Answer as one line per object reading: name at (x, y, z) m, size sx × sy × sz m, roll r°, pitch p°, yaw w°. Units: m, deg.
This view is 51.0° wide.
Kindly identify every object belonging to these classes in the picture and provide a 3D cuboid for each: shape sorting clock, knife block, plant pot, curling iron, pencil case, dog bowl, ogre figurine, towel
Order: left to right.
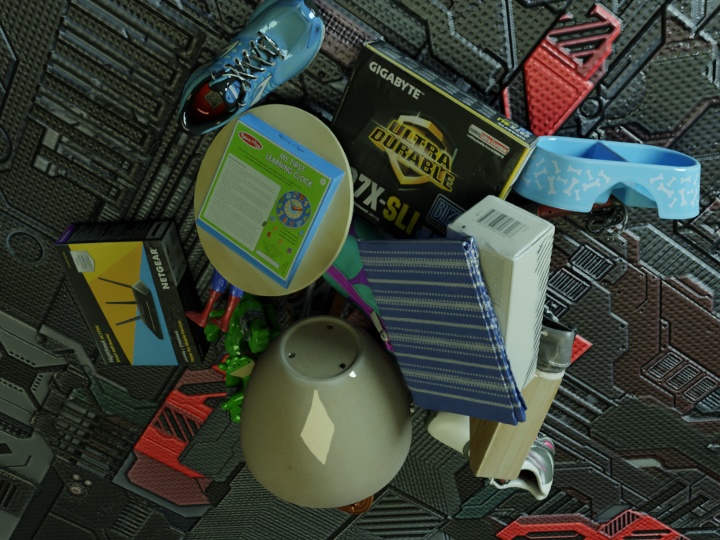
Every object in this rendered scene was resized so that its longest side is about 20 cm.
ogre figurine at (-0.146, 0.097, 0.958) m, size 0.096 × 0.122 × 0.202 m, roll -11°, pitch 142°, yaw -2°
shape sorting clock at (-0.096, -0.075, 0.811) m, size 0.196 × 0.039 × 0.206 m, roll 2°, pitch 93°, yaw 27°
plant pot at (-0.040, 0.129, 0.817) m, size 0.195 × 0.203 × 0.137 m, roll 3°, pitch 132°, yaw 6°
pencil case at (0.000, 0.000, 0.847) m, size 0.200 × 0.092 × 0.086 m, roll 43°, pitch 138°, yaw 16°
towel at (0.080, 0.058, 0.738) m, size 0.143 × 0.024 × 0.204 m, roll 1°, pitch 119°, yaw 45°
knife block at (0.200, 0.142, 0.918) m, size 0.063 × 0.205 × 0.175 m, roll 10°, pitch 158°, yaw -19°
curling iron at (0.205, -0.057, 0.844) m, size 0.195 × 0.051 × 0.026 m, roll 0°, pitch 160°, yaw -2°
dog bowl at (0.255, -0.099, 0.773) m, size 0.195 × 0.112 × 0.051 m, roll 5°, pitch 113°, yaw -7°

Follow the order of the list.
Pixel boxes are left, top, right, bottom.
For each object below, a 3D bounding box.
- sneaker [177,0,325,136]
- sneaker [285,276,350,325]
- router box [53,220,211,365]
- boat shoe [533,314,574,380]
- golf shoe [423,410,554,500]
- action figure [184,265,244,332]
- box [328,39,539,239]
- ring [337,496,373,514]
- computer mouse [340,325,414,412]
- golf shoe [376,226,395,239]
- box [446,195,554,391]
sneaker at (-0.114, -0.198, 0.769) m, size 0.199 × 0.091 × 0.078 m, roll -35°, pitch 115°, yaw 28°
sneaker at (-0.062, 0.057, 0.964) m, size 0.076 × 0.079 × 0.202 m, roll 27°, pitch 122°, yaw 4°
router box at (-0.291, 0.034, 0.985) m, size 0.145 × 0.052 × 0.203 m, roll -2°, pitch 126°, yaw 11°
boat shoe at (0.169, 0.044, 0.864) m, size 0.066 × 0.200 × 0.058 m, roll -3°, pitch 122°, yaw -36°
golf shoe at (0.182, 0.248, 1.052) m, size 0.196 × 0.089 × 0.078 m, roll 19°, pitch 128°, yaw -4°
action figure at (-0.157, -0.043, 0.887) m, size 0.065 × 0.098 × 0.203 m, roll 20°, pitch 97°, yaw -55°
box at (0.059, -0.114, 0.778) m, size 0.198 × 0.049 × 0.162 m, roll 35°, pitch 123°, yaw 13°
ring at (-0.061, 0.271, 1.080) m, size 0.198 × 0.019 × 0.204 m, roll 28°, pitch 137°, yaw 30°
computer mouse at (0.033, 0.131, 0.970) m, size 0.136 × 0.053 × 0.201 m, roll 24°, pitch 146°, yaw -5°
golf shoe at (0.059, -0.034, 0.888) m, size 0.095 × 0.078 × 0.204 m, roll 19°, pitch 122°, yaw 15°
box at (0.132, 0.036, 0.744) m, size 0.082 × 0.068 × 0.203 m, roll 32°, pitch 142°, yaw 34°
